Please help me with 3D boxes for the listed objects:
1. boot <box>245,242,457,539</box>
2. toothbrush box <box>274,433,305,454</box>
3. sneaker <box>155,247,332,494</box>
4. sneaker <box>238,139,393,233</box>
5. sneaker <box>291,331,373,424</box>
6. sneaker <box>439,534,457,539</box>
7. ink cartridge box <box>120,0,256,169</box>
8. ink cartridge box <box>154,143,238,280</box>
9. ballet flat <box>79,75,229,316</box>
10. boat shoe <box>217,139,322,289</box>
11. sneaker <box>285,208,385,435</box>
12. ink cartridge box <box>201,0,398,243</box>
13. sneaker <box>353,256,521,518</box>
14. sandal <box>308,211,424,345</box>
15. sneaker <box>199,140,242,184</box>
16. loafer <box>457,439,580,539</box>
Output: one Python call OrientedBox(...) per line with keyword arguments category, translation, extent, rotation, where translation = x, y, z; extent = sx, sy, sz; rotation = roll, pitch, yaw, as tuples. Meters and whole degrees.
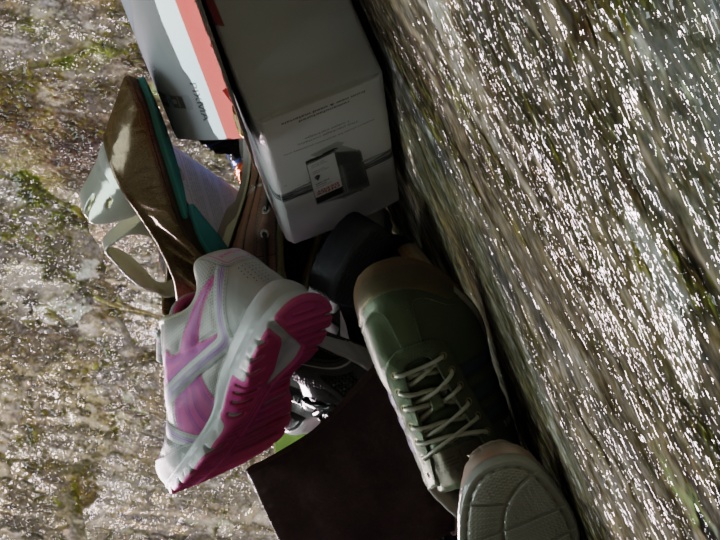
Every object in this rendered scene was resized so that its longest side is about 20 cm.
OrientedBox(category="boot", translation=(0.004, 0.097, 1.401), extent=(0.072, 0.166, 0.201), rotation=(-123, 11, -66))
OrientedBox(category="toothbrush box", translation=(0.001, 0.119, 1.685), extent=(0.146, 0.086, 0.201), rotation=(57, -161, -37))
OrientedBox(category="sneaker", translation=(-0.089, 0.061, 1.409), extent=(0.088, 0.081, 0.200), rotation=(47, 131, 24))
OrientedBox(category="sneaker", translation=(-0.015, -0.050, 1.593), extent=(0.082, 0.074, 0.200), rotation=(1, 134, 39))
OrientedBox(category="sneaker", translation=(0.007, 0.107, 1.479), extent=(0.200, 0.087, 0.080), rotation=(35, 168, -29))
OrientedBox(category="sneaker", translation=(0.084, 0.194, 1.586), extent=(0.079, 0.074, 0.201), rotation=(60, -173, -80))
OrientedBox(category="ink cartridge box", translation=(-0.116, -0.150, 1.313), extent=(0.200, 0.047, 0.161), rotation=(-116, 6, -69))
OrientedBox(category="ink cartridge box", translation=(-0.115, -0.009, 1.593), extent=(0.200, 0.057, 0.163), rotation=(30, -147, -48))
OrientedBox(category="ballet flat", translation=(-0.135, -0.036, 1.401), extent=(0.200, 0.072, 0.068), rotation=(67, -175, -47))
OrientedBox(category="boat shoe", translation=(-0.042, -0.065, 1.498), extent=(0.072, 0.068, 0.201), rotation=(13, -91, -50))
OrientedBox(category="sneaker", translation=(-0.011, 0.018, 1.548), extent=(0.075, 0.081, 0.201), rotation=(27, 107, 52))
OrientedBox(category="ink cartridge box", translation=(-0.042, -0.126, 1.371), extent=(0.200, 0.082, 0.147), rotation=(78, 170, -70))
OrientedBox(category="sneaker", translation=(0.056, 0.085, 1.294), extent=(0.090, 0.067, 0.201), rotation=(-102, -11, -45))
OrientedBox(category="sandal", translation=(0.000, -0.001, 1.435), extent=(0.043, 0.076, 0.200), rotation=(30, 171, 17))
OrientedBox(category="sneaker", translation=(-0.092, -0.125, 1.642), extent=(0.200, 0.075, 0.079), rotation=(68, 177, -61))
OrientedBox(category="loafer", translation=(0.100, 0.173, 1.298), extent=(0.063, 0.072, 0.201), rotation=(-106, -7, -58))
